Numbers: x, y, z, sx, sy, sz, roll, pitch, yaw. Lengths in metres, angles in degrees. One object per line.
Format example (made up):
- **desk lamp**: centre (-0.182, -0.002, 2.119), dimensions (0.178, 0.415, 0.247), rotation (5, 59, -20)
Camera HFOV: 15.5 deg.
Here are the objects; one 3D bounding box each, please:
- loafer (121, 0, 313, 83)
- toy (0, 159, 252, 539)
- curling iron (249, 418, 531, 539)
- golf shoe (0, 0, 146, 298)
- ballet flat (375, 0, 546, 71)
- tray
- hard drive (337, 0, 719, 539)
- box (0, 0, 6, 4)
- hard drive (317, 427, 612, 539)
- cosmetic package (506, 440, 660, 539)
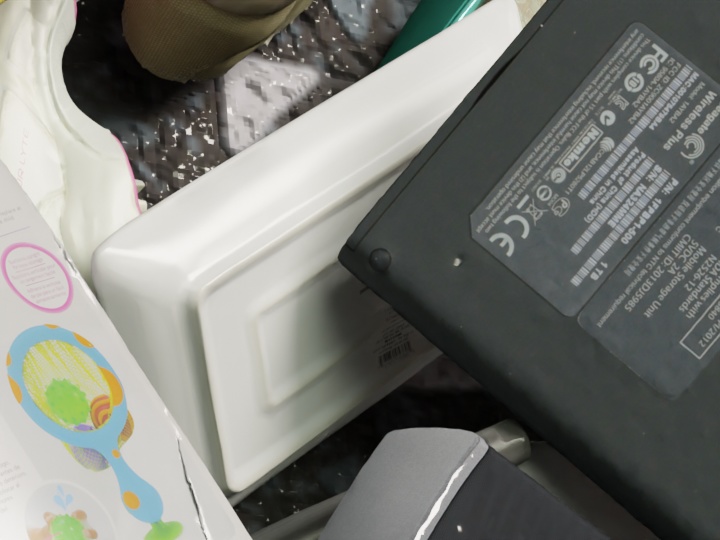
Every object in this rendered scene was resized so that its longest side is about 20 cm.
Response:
- **loafer**: centre (-0.032, -0.124, 0.889), dimensions (0.076, 0.068, 0.200), rotation (43, 33, -3)
- **toy**: centre (-0.101, 0.056, 0.692), dimensions (0.200, 0.047, 0.115), rotation (53, 37, 13)
- **curling iron**: centre (-0.035, 0.098, 0.730), dimensions (0.200, 0.026, 0.050), rotation (-33, 78, -20)
- **golf shoe**: centre (-0.127, -0.058, 0.783), dimensions (0.091, 0.075, 0.200), rotation (-7, 65, -30)
- **ballet flat**: centre (0.057, -0.094, 0.924), dimensions (0.062, 0.067, 0.200), rotation (38, 49, -14)
- **tray**: centre (0.000, 0.000, 0.812), dimensions (0.022, 0.108, 0.200), rotation (16, 36, 36)
- **hard drive**: centre (0.112, 0.008, 0.752), dimensions (0.200, 0.033, 0.140), rotation (41, 92, 14)
- **box**: centre (-0.164, -0.124, 0.719), dimensions (0.200, 0.049, 0.160), rotation (-33, 99, -6)
- **hard drive**: centre (0.027, 0.142, 0.663), dimensions (0.135, 0.042, 0.200), rotation (38, 49, -13)
- **cosmetic package**: centre (0.120, 0.110, 0.824), dimensions (0.200, 0.081, 0.113), rotation (-2, 63, -31)
